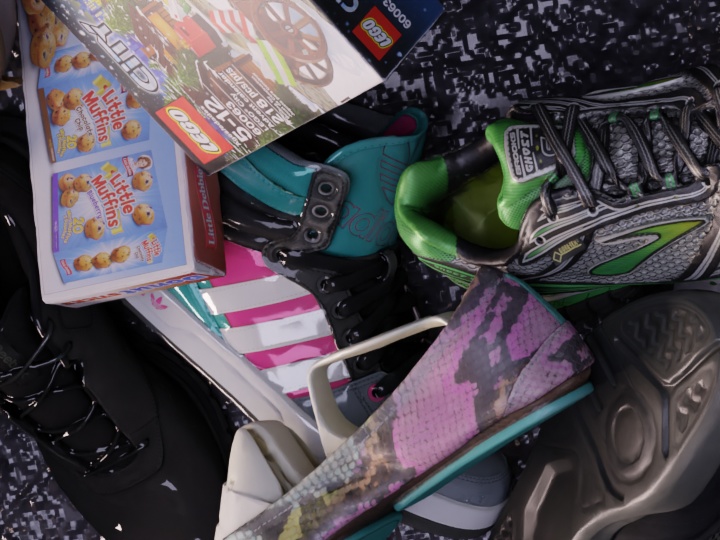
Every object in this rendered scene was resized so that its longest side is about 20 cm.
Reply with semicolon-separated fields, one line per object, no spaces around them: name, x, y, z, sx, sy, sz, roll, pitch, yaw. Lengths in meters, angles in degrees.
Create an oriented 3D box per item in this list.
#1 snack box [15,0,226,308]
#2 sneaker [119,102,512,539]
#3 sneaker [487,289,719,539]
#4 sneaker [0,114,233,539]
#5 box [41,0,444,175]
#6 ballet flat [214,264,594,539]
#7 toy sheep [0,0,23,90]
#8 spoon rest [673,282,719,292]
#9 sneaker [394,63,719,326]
snack box;-0.094;-0.091;0.980;0.071;0.024;0.202;-11;80;30
sneaker;0.000;0.000;0.995;0.200;0.084;0.121;39;117;3
sneaker;0.124;0.074;0.955;0.113;0.077;0.200;-4;140;-22
sneaker;-0.118;0.039;1.023;0.076;0.091;0.201;-32;95;16
box;-0.080;-0.129;0.875;0.200;0.038;0.136;46;151;-12
ballet flat;-0.003;0.069;0.944;0.200;0.069;0.071;-42;78;25
toy sheep;-0.201;-0.110;0.985;0.200;0.137;0.139;37;111;38
spoon rest;0.158;-0.031;0.971;0.099;0.061;0.201;-5;114;15
sneaker;0.094;-0.028;0.897;0.199;0.085;0.079;-23;63;41
